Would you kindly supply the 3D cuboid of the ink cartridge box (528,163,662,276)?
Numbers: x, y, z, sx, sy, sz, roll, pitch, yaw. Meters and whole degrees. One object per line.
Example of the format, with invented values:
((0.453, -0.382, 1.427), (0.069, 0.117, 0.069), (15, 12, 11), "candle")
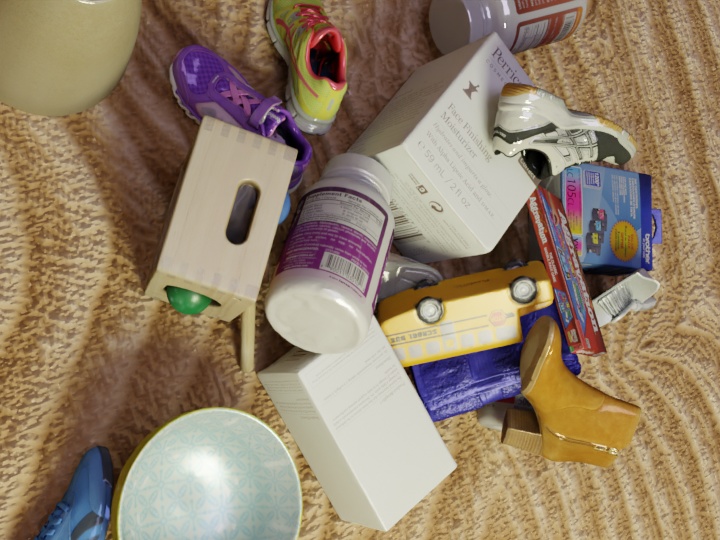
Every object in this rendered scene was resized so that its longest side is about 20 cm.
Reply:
((0.328, -0.068, 1.290), (0.197, 0.076, 0.140), (5, 82, -31), "ink cartridge box")

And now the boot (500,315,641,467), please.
((0.244, 0.138, 1.044), (0.141, 0.204, 0.071), (9, 40, 1), "boot")

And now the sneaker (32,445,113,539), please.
((-0.290, 0.268, 0.905), (0.077, 0.066, 0.204), (15, 77, -23), "sneaker")

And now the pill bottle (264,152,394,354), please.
((-0.024, -0.024, 0.990), (0.111, 0.112, 0.202), (34, 49, -22), "pill bottle")

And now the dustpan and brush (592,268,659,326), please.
((0.365, 0.043, 1.290), (0.058, 0.139, 0.199), (56, 32, 9), "dustpan and brush")

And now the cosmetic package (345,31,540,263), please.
((0.109, -0.139, 1.119), (0.165, 0.164, 0.201), (47, 65, -18), "cosmetic package")

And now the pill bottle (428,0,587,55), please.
((0.189, -0.337, 1.218), (0.197, 0.112, 0.114), (-21, 94, -30), "pill bottle")

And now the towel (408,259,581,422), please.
((0.149, 0.081, 1.114), (0.196, 0.050, 0.150), (-18, 75, 4), "towel")

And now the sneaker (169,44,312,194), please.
((-0.123, -0.172, 1.036), (0.200, 0.088, 0.081), (47, 66, -16), "sneaker")

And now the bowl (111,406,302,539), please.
((-0.168, 0.239, 0.949), (0.197, 0.107, 0.205), (5, 80, -34), "bowl")

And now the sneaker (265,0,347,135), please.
((-0.050, -0.261, 1.070), (0.077, 0.090, 0.204), (-3, 67, -29), "sneaker")

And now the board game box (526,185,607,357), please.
((0.246, 0.001, 1.126), (0.102, 0.019, 0.204), (15, 58, -60), "board game box")

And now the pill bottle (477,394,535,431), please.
((0.215, 0.102, 1.183), (0.111, 0.112, 0.204), (17, 76, -27), "pill bottle")

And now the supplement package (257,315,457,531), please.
((-0.005, 0.168, 1.048), (0.116, 0.117, 0.202), (-34, 100, -29), "supplement package")

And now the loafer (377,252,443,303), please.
((0.000, 0.000, 1.108), (0.196, 0.063, 0.073), (14, 106, -13), "loafer")

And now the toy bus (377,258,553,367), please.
((0.118, 0.048, 1.061), (0.196, 0.065, 0.080), (-12, 109, 5), "toy bus")

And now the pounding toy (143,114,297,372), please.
((-0.137, -0.017, 0.972), (0.140, 0.184, 0.204), (18, 75, -14), "pounding toy")

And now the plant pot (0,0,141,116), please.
((-0.283, -0.264, 0.891), (0.184, 0.199, 0.192), (3, 83, -28), "plant pot")

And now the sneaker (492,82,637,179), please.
((0.226, -0.142, 1.063), (0.197, 0.075, 0.089), (15, 95, -28), "sneaker")
